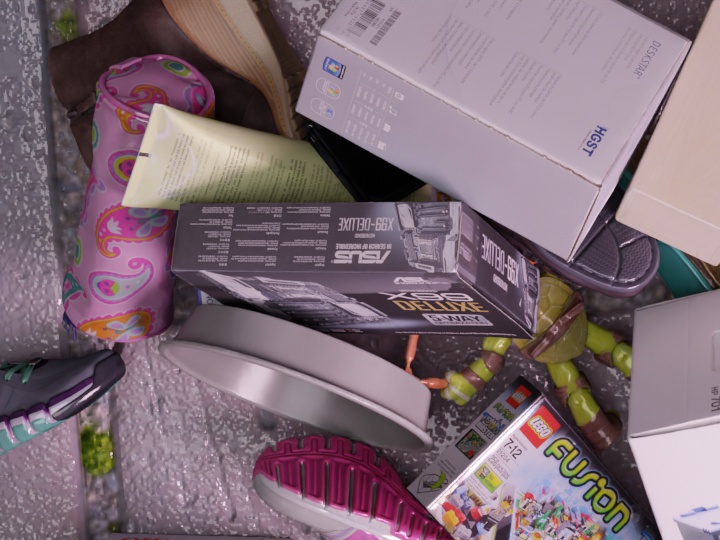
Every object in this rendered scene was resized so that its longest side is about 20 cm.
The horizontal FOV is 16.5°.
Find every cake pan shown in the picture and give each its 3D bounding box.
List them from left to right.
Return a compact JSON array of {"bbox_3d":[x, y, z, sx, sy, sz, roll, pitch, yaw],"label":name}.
[{"bbox_3d":[-0.039,0.072,1.686,0.199,0.200,0.037,19,79,6],"label":"cake pan"}]

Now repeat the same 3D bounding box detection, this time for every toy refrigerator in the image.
[{"bbox_3d":[0.239,-0.112,1.609,0.075,0.070,0.201,24,73,4],"label":"toy refrigerator"}]

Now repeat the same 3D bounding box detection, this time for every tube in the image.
[{"bbox_3d":[-0.052,-0.061,1.626,0.199,0.052,0.059,8,79,-22],"label":"tube"}]

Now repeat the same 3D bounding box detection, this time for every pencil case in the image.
[{"bbox_3d":[-0.153,-0.046,1.678,0.087,0.088,0.201,19,127,5],"label":"pencil case"}]

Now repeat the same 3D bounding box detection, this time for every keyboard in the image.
[{"bbox_3d":[0.055,-0.118,1.644,0.199,0.040,0.104,-31,74,-20],"label":"keyboard"}]

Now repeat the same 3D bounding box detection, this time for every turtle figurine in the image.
[{"bbox_3d":[0.139,0.033,1.693,0.161,0.064,0.200,42,79,-13],"label":"turtle figurine"}]

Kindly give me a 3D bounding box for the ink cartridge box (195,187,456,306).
[{"bbox_3d":[-0.018,-0.014,1.737,0.198,0.037,0.095,-4,102,8],"label":"ink cartridge box"}]

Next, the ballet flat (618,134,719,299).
[{"bbox_3d":[0.208,-0.043,1.676,0.200,0.072,0.068,47,150,-6],"label":"ballet flat"}]

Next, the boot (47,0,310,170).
[{"bbox_3d":[-0.113,-0.099,1.719,0.166,0.072,0.201,-25,87,23],"label":"boot"}]

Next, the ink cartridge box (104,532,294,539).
[{"bbox_3d":[-0.131,0.281,1.734,0.146,0.200,0.147,1,101,10],"label":"ink cartridge box"}]

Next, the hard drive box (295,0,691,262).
[{"bbox_3d":[0.084,-0.123,1.566,0.199,0.156,0.077,29,140,8],"label":"hard drive box"}]

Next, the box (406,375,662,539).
[{"bbox_3d":[0.131,0.175,1.690,0.110,0.035,0.200,-44,121,-3],"label":"box"}]

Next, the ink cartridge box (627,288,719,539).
[{"bbox_3d":[0.241,0.135,1.633,0.085,0.147,0.201,-13,121,17],"label":"ink cartridge box"}]

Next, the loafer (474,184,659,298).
[{"bbox_3d":[0.115,-0.046,1.653,0.200,0.063,0.072,37,72,18],"label":"loafer"}]

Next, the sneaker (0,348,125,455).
[{"bbox_3d":[-0.267,0.088,1.784,0.199,0.074,0.088,-28,91,15],"label":"sneaker"}]

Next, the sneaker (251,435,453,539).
[{"bbox_3d":[0.011,0.189,1.743,0.199,0.082,0.089,26,122,-2],"label":"sneaker"}]

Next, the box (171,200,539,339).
[{"bbox_3d":[0.000,0.000,1.618,0.199,0.158,0.050,1,75,22],"label":"box"}]
